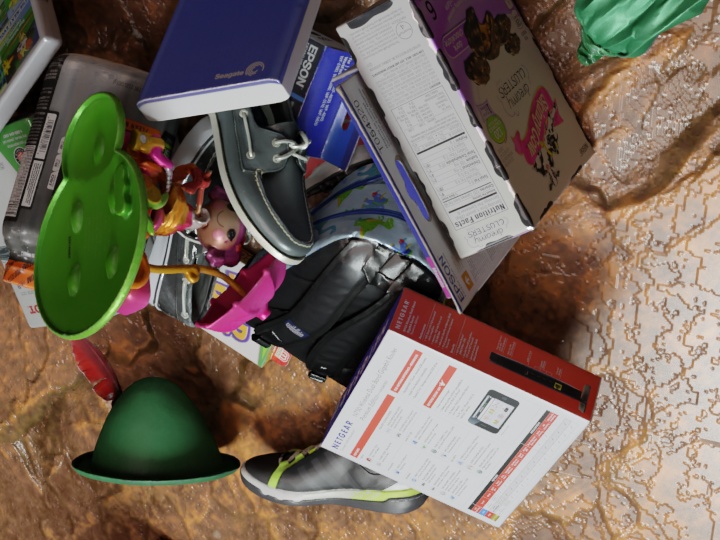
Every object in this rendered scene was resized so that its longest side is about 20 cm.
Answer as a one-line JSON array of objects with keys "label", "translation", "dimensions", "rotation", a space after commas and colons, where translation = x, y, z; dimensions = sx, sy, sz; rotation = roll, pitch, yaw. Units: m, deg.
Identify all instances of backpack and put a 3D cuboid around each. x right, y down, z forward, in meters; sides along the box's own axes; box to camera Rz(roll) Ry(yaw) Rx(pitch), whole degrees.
[{"label": "backpack", "translation": [0.000, 0.000, 1.219], "dimensions": [0.163, 0.154, 0.200], "rotation": [34, 154, -10]}]

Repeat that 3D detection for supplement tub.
[{"label": "supplement tub", "translation": [-0.233, -0.074, 1.210], "dimensions": [0.122, 0.122, 0.201], "rotation": [13, 85, 19]}]

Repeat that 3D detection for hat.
[{"label": "hat", "translation": [-0.202, 0.110, 1.380], "dimensions": [0.165, 0.200, 0.177], "rotation": [2, 93, 9]}]

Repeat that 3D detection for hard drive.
[{"label": "hard drive", "translation": [-0.093, -0.210, 1.135], "dimensions": [0.132, 0.200, 0.025], "rotation": [-5, 141, 27]}]

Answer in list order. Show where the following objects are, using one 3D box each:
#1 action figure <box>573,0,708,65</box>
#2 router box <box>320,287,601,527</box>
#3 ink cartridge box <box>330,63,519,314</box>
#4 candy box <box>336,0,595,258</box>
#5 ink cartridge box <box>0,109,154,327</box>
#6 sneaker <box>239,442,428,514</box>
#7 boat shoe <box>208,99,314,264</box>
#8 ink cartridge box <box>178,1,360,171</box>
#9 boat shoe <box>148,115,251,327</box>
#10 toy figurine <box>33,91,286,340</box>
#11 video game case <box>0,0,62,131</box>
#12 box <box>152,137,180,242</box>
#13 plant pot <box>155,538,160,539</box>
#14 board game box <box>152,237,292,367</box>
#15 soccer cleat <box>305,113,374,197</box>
[{"label": "action figure", "translation": [0.225, -0.223, 1.058], "dimensions": [0.118, 0.055, 0.200], "rotation": [43, 131, -1]}, {"label": "router box", "translation": [0.080, 0.121, 1.195], "dimensions": [0.179, 0.049, 0.200], "rotation": [25, 141, -3]}, {"label": "ink cartridge box", "translation": [0.052, -0.084, 1.120], "dimensions": [0.043, 0.200, 0.197], "rotation": [-22, 103, 32]}, {"label": "candy box", "translation": [0.088, -0.136, 1.096], "dimensions": [0.071, 0.168, 0.200], "rotation": [-23, 103, 33]}, {"label": "ink cartridge box", "translation": [-0.285, -0.053, 1.341], "dimensions": [0.146, 0.083, 0.200], "rotation": [-9, 107, 45]}, {"label": "sneaker", "translation": [-0.021, 0.180, 1.370], "dimensions": [0.199, 0.072, 0.083], "rotation": [2, 107, 16]}, {"label": "boat shoe", "translation": [-0.076, -0.104, 1.143], "dimensions": [0.062, 0.073, 0.200], "rotation": [-28, 75, 31]}, {"label": "ink cartridge box", "translation": [-0.081, -0.169, 1.203], "dimensions": [0.200, 0.039, 0.100], "rotation": [29, 108, 24]}, {"label": "boat shoe", "translation": [-0.137, -0.038, 1.230], "dimensions": [0.068, 0.074, 0.200], "rotation": [33, 117, 21]}, {"label": "toy figurine", "translation": [-0.145, -0.026, 1.140], "dimensions": [0.150, 0.184, 0.201], "rotation": [-23, 62, 42]}, {"label": "video game case", "translation": [-0.342, -0.209, 1.290], "dimensions": [0.200, 0.022, 0.183], "rotation": [-44, 51, 34]}, {"label": "box", "translation": [-0.182, -0.079, 1.311], "dimensions": [0.041, 0.039, 0.201], "rotation": [-14, 99, 20]}, {"label": "plant pot", "translation": [-0.201, 0.449, 1.516], "dimensions": [0.176, 0.200, 0.200], "rotation": [24, 123, 0]}, {"label": "board game box", "translation": [-0.142, 0.012, 1.366], "dimensions": [0.200, 0.030, 0.096], "rotation": [31, 124, 6]}, {"label": "soccer cleat", "translation": [-0.074, -0.090, 1.267], "dimensions": [0.200, 0.068, 0.073], "rotation": [-24, 83, 33]}]
